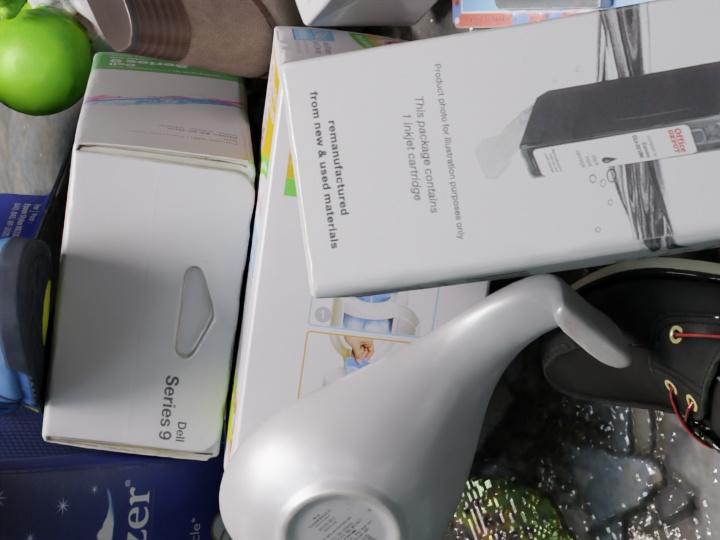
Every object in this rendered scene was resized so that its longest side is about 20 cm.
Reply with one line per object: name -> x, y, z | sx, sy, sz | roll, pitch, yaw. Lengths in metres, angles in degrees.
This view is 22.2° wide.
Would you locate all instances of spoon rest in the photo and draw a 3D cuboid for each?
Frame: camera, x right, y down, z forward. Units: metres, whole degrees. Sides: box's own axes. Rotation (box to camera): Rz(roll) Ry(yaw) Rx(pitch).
spoon rest -> 0.025, 0.068, 0.759 | 0.200, 0.099, 0.061 | -40, 24, 26

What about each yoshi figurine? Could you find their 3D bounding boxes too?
yoshi figurine -> -0.141, -0.143, 0.986 | 0.200, 0.112, 0.113 | -32, 78, 48

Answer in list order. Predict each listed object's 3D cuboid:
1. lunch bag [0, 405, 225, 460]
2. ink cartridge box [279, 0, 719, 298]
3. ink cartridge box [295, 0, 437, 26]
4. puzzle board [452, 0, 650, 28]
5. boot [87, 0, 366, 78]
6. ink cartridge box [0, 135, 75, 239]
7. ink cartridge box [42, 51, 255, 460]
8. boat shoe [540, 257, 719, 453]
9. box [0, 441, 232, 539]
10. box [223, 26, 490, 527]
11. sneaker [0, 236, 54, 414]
lunch bag -> -0.157, 0.144, 0.968 | 0.136, 0.200, 0.132 | 25, 118, 14
ink cartridge box -> 0.084, -0.044, 0.661 | 0.200, 0.144, 0.084 | -8, 89, 7
ink cartridge box -> -0.004, -0.226, 0.838 | 0.116, 0.067, 0.200 | -42, 62, 49
puzzle board -> 0.109, -0.179, 0.773 | 0.200, 0.017, 0.151 | 7, 100, 47
boot -> -0.078, -0.183, 0.878 | 0.070, 0.146, 0.200 | -23, 84, 51
ink cartridge box -> -0.225, 0.042, 1.065 | 0.198, 0.047, 0.200 | -86, 14, -60
ink cartridge box -> -0.102, -0.015, 0.898 | 0.200, 0.087, 0.146 | -109, 26, -70
boat shoe -> 0.145, 0.037, 0.713 | 0.201, 0.074, 0.063 | -2, 55, 46
box -> -0.128, 0.143, 0.830 | 0.032, 0.200, 0.121 | 9, 96, 46
box -> 0.000, 0.000, 0.822 | 0.113, 0.101, 0.200 | -103, 20, -72
sneaker -> -0.178, 0.028, 0.826 | 0.200, 0.078, 0.066 | 131, 145, -74
